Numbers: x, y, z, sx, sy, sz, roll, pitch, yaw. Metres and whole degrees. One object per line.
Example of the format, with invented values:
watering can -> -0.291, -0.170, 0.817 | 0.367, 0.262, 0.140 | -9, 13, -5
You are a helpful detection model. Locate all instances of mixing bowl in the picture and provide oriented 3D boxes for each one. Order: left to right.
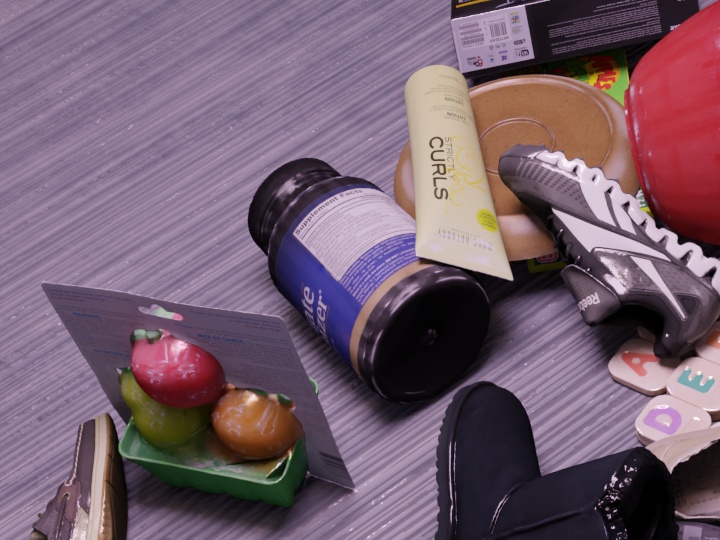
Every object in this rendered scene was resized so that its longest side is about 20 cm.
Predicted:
mixing bowl -> 0.255, -0.099, 1.362 | 0.107, 0.201, 0.201 | -13, 43, 16

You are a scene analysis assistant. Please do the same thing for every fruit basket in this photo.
fruit basket -> -0.105, 0.075, 1.284 | 0.184, 0.201, 0.094 | 7, 49, 24

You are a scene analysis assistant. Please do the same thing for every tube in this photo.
tube -> 0.067, -0.071, 1.381 | 0.057, 0.052, 0.201 | -16, 44, 10

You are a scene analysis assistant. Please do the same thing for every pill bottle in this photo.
pill bottle -> 0.000, 0.000, 1.391 | 0.111, 0.112, 0.200 | -31, 45, -15

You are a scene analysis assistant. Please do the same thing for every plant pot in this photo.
plant pot -> 0.120, -0.088, 1.436 | 0.198, 0.028, 0.201 | -8, 45, 8

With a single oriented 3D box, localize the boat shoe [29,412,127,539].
boat shoe -> -0.198, 0.185, 1.294 | 0.065, 0.072, 0.202 | -7, 49, 2

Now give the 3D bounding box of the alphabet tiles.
alphabet tiles -> 0.283, 0.064, 1.313 | 0.195, 0.015, 0.200 | 23, 57, 34

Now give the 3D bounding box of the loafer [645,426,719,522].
loafer -> 0.273, 0.124, 1.203 | 0.198, 0.076, 0.068 | -21, 7, 8

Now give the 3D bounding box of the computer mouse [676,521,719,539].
computer mouse -> 0.251, 0.223, 1.144 | 0.198, 0.046, 0.141 | -4, 51, 15

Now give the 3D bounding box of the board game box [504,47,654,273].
board game box -> 0.172, -0.092, 1.478 | 0.101, 0.048, 0.201 | -9, 45, 8

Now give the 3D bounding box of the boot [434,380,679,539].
boot -> 0.127, 0.142, 1.190 | 0.167, 0.076, 0.201 | -24, 41, 38

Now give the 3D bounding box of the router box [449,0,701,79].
router box -> 0.174, -0.212, 1.545 | 0.198, 0.053, 0.157 | -11, 13, 6

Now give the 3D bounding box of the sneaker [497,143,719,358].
sneaker -> 0.170, -0.010, 1.326 | 0.199, 0.067, 0.091 | 36, 72, 5
